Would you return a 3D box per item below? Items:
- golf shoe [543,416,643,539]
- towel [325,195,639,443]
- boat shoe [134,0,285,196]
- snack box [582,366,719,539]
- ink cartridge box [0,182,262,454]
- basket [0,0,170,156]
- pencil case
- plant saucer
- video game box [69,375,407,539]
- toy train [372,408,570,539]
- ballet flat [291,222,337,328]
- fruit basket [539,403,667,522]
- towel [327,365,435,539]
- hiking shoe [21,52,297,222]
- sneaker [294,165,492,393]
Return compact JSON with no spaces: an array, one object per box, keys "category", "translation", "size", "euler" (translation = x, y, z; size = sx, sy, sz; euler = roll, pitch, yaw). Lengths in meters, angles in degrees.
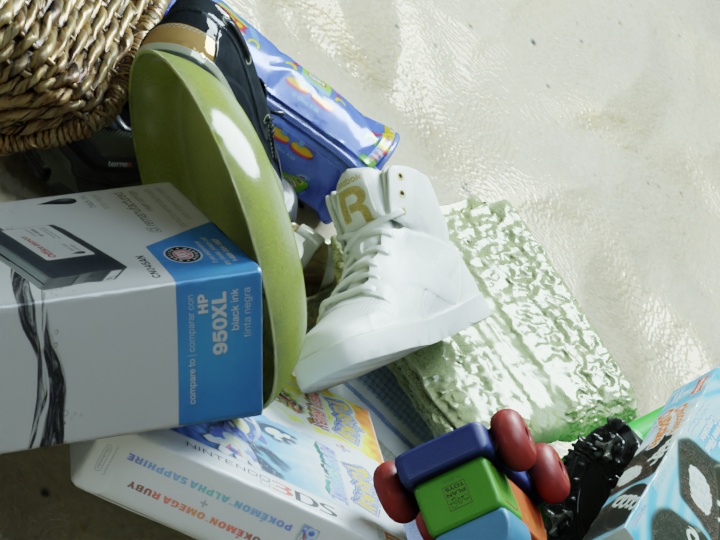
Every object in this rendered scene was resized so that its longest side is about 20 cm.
[{"category":"golf shoe","translation":[0.162,0.180,1.511],"size":[0.094,0.078,0.200],"euler":[25,45,-42]},{"category":"towel","translation":[0.074,0.037,1.700],"size":[0.148,0.036,0.200],"euler":[-15,55,-30]},{"category":"boat shoe","translation":[-0.081,-0.085,1.548],"size":[0.200,0.075,0.062],"euler":[71,32,-57]},{"category":"snack box","translation":[0.191,0.145,1.472],"size":[0.116,0.037,0.200],"euler":[54,31,-7]},{"category":"ink cartridge box","translation":[-0.166,0.025,1.361],"size":[0.200,0.084,0.145],"euler":[-8,23,-22]},{"category":"basket","translation":[-0.213,-0.139,1.545],"size":[0.149,0.143,0.200],"euler":[39,33,-19]},{"category":"pencil case","translation":[-0.069,-0.112,1.738],"size":[0.200,0.078,0.087],"euler":[36,5,-17]},{"category":"plant saucer","translation":[-0.072,-0.025,1.430],"size":[0.031,0.200,0.200],"euler":[-20,66,-16]},{"category":"video game box","translation":[-0.070,0.095,1.468],"size":[0.182,0.047,0.200],"euler":[28,15,-16]},{"category":"toy train","translation":[0.084,0.159,1.446],"size":[0.200,0.085,0.116],"euler":[45,22,-63]},{"category":"ballet flat","translation":[-0.048,0.004,1.604],"size":[0.071,0.071,0.200],"euler":[50,15,4]},{"category":"fruit basket","translation":[0.160,0.182,1.639],"size":[0.156,0.216,0.216],"euler":[50,33,4]},{"category":"towel","translation":[0.023,0.108,1.668],"size":[0.147,0.024,0.200],"euler":[43,33,-6]},{"category":"hiking shoe","translation":[-0.105,-0.071,1.635],"size":[0.200,0.101,0.076],"euler":[19,43,-37]},{"category":"sneaker","translation":[0.000,0.000,1.574],"size":[0.200,0.074,0.116],"euler":[-23,89,-64]}]
